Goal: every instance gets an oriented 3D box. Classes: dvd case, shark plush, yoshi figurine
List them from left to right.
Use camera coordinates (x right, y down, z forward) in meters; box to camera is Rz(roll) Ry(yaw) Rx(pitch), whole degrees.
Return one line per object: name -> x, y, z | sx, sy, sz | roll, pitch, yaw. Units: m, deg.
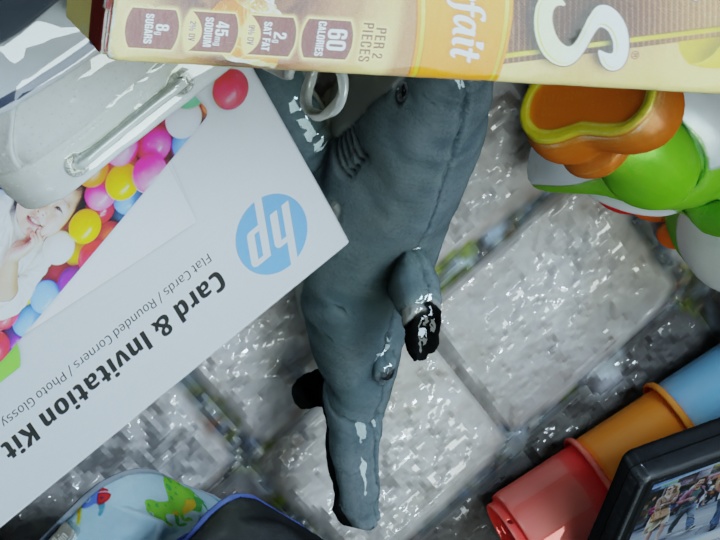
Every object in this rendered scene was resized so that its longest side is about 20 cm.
shark plush -> 0.000, 0.000, 0.968 | 0.091, 0.083, 0.200 | 4, 116, -34
dvd case -> 0.140, 0.113, 1.122 | 0.143, 0.018, 0.200 | -17, 147, -25
yoshi figurine -> 0.141, -0.045, 1.015 | 0.200, 0.112, 0.112 | 35, 88, -47

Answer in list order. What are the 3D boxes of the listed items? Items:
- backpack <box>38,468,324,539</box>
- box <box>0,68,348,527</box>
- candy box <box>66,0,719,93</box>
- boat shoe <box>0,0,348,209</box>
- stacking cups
backpack -> -0.067, 0.176, 0.979 | 0.200, 0.147, 0.183 | -50, 155, 0
box -> -0.111, -0.041, 0.871 | 0.156, 0.041, 0.200 | -39, 124, -17
candy box -> 0.026, -0.113, 0.781 | 0.200, 0.055, 0.116 | 2, 107, -18
boat shoe -> -0.029, -0.084, 0.840 | 0.202, 0.075, 0.086 | -39, 122, -14
stacking cups -> 0.143, 0.056, 1.106 | 0.200, 0.061, 0.061 | -33, 130, -10
